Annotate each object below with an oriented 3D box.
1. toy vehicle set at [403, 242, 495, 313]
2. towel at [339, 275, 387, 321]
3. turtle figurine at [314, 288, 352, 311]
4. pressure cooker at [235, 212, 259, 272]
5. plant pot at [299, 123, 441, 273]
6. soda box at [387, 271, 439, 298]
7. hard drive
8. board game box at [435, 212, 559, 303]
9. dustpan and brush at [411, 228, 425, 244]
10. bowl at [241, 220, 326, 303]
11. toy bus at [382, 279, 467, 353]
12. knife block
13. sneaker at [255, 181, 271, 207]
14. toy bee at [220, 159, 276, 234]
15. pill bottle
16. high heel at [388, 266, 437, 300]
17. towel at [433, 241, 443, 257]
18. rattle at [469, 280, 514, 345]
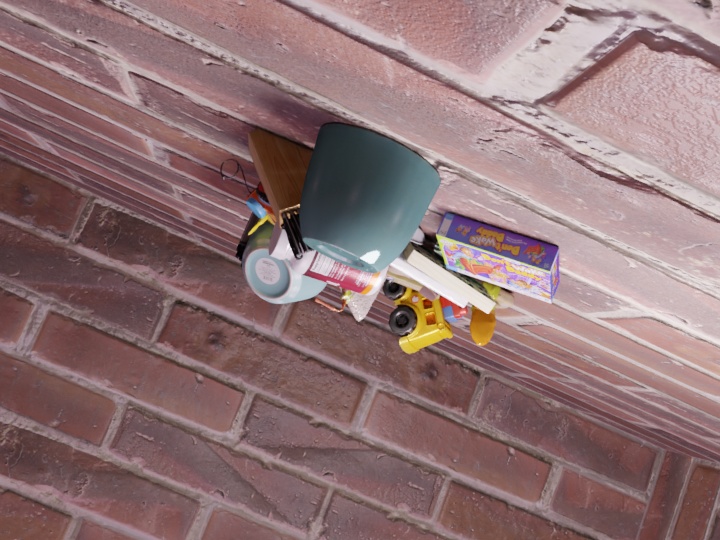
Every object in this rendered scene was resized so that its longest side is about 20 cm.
[{"bbox_3d":[0.171,0.005,1.513,0.198,0.027,0.125,32,-168,-13],"label":"toy vehicle set"},{"bbox_3d":[0.000,0.000,1.562,0.034,0.201,0.134,-18,111,25],"label":"towel"},{"bbox_3d":[-0.049,-0.036,1.427,0.202,0.160,0.064,55,140,8],"label":"turtle figurine"},{"bbox_3d":[-0.193,-0.053,1.768,0.173,0.203,0.178,26,171,-12],"label":"pressure cooker"},{"bbox_3d":[0.000,-0.093,1.122,0.197,0.164,0.201,22,172,3],"label":"plant pot"},{"bbox_3d":[0.099,-0.003,1.754,0.197,0.065,0.068,22,172,15],"label":"soda box"},{"bbox_3d":[0.118,-0.003,1.535,0.198,0.027,0.132,31,-167,-20],"label":"hard drive"},{"bbox_3d":[0.233,-0.021,1.281,0.197,0.045,0.135,20,162,23],"label":"board game box"},{"bbox_3d":[0.050,-0.082,1.406,0.137,0.058,0.200,22,171,8],"label":"dustpan and brush"},{"bbox_3d":[-0.168,-0.012,1.588,0.197,0.204,0.105,21,-150,15],"label":"bowl"},{"bbox_3d":[0.163,0.079,1.857,0.189,0.204,0.136,-18,159,16],"label":"toy bus"},{"bbox_3d":[-0.122,-0.115,1.240,0.197,0.178,0.064,23,156,3],"label":"knife block"},{"bbox_3d":[-0.095,-0.112,1.383,0.196,0.080,0.096,13,148,7],"label":"sneaker"},{"bbox_3d":[-0.186,-0.137,1.544,0.202,0.129,0.109,61,174,25],"label":"toy bee"},{"bbox_3d":[-0.054,-0.037,1.327,0.197,0.115,0.113,18,173,-17],"label":"pill bottle"},{"bbox_3d":[0.111,-0.027,1.670,0.200,0.096,0.067,45,139,-4],"label":"high heel"},{"bbox_3d":[0.252,-0.011,1.446,0.197,0.031,0.149,15,171,34],"label":"towel"},{"bbox_3d":[0.249,0.093,1.718,0.128,0.146,0.199,6,175,-32],"label":"rattle"}]
